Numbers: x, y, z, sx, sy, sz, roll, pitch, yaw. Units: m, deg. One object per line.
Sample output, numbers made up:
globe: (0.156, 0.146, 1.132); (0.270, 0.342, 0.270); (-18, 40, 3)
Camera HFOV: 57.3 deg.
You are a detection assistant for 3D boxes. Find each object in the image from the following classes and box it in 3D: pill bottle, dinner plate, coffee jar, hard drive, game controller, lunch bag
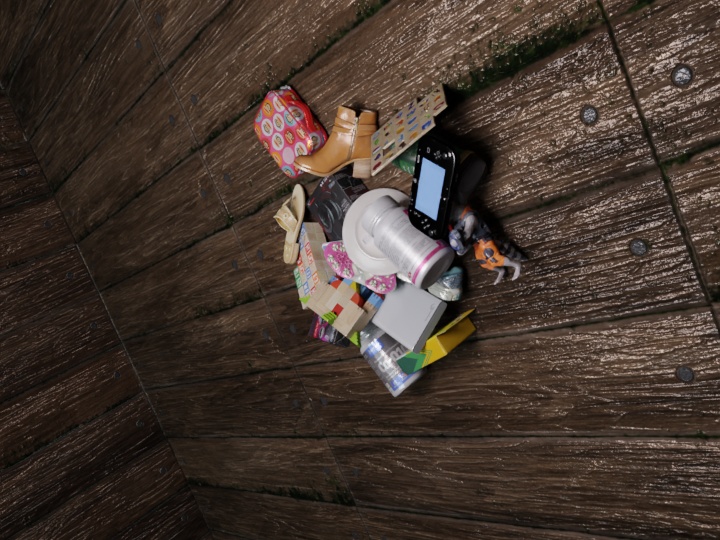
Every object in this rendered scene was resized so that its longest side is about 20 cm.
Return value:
pill bottle: (0.071, 0.212, 1.697); (0.201, 0.113, 0.114); (51, 139, 12)
pill bottle: (0.099, -0.065, 1.435); (0.200, 0.112, 0.114); (45, 137, 22)
dinner plate: (0.050, -0.091, 1.526); (0.196, 0.024, 0.205); (-1, 85, 16)
coffee jar: (0.162, -0.223, 1.365); (0.199, 0.105, 0.086); (37, 170, 27)
hard drive: (0.106, 0.098, 1.554); (0.133, 0.027, 0.199); (-59, 36, 0)
game controller: (0.142, -0.163, 1.305); (0.103, 0.042, 0.203); (30, 129, 31)
lunch bag: (-0.175, -0.357, 1.665); (0.201, 0.081, 0.176); (53, 139, 11)

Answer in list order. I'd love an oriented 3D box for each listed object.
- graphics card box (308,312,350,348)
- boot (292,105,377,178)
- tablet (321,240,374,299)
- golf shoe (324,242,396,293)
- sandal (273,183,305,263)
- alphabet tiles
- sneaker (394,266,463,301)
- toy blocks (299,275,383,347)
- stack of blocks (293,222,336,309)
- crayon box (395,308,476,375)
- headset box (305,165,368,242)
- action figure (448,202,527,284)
graphics card box: (-0.072, 0.130, 1.760); (0.199, 0.050, 0.128); (7, 79, 65)
boot: (-0.055, -0.298, 1.516); (0.196, 0.077, 0.158); (5, 115, 1)
tablet: (-0.005, 0.000, 1.658); (0.128, 0.014, 0.202); (-5, 131, 29)
golf shoe: (0.000, 0.000, 1.590); (0.198, 0.092, 0.076); (32, 88, 16)
sandal: (-0.199, -0.128, 1.760); (0.077, 0.069, 0.216); (9, 93, 58)
alphabet tiles: (0.096, -0.297, 1.354); (0.199, 0.169, 0.008); (-36, 120, 25)
sneaker: (0.159, -0.004, 1.531); (0.198, 0.077, 0.088); (24, 110, 33)
toy blocks: (-0.037, 0.075, 1.623); (0.199, 0.138, 0.100); (34, 174, 33)
stack of blocks: (-0.130, -0.012, 1.773); (0.115, 0.058, 0.203); (-42, 58, 48)
crayon box: (0.184, 0.169, 1.543); (0.051, 0.126, 0.200); (55, 140, 5)
headset box: (-0.030, -0.139, 1.638); (0.202, 0.077, 0.149); (55, 139, 10)
action figure: (0.246, -0.063, 1.379); (0.194, 0.104, 0.200); (49, -177, -2)
